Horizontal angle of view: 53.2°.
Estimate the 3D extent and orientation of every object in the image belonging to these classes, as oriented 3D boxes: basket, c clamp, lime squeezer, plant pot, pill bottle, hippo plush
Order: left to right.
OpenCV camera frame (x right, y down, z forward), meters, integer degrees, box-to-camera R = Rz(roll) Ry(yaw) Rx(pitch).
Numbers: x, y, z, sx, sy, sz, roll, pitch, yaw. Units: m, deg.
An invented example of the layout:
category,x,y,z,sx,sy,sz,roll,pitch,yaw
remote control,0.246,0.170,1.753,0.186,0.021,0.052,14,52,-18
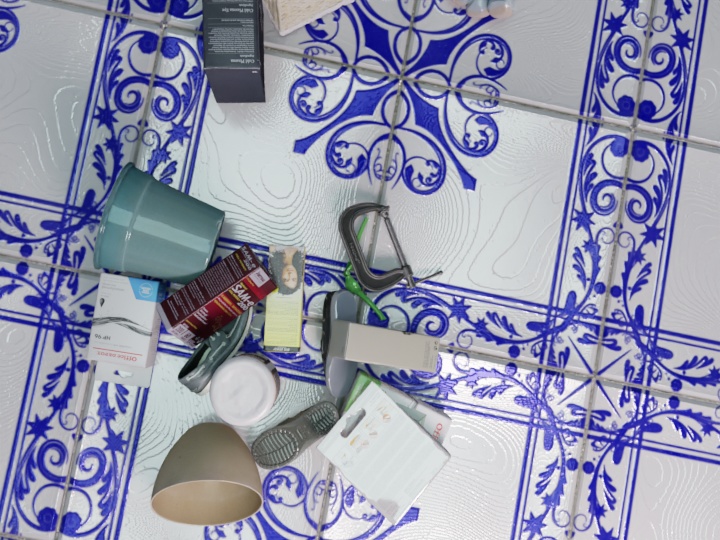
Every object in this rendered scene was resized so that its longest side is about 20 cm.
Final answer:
category,x,y,z,sx,sy,sz,roll,pitch,yaw
plant pot,-0.360,-0.069,1.321,0.192,0.200,0.205,18,85,-10
plant pot,-0.275,0.360,1.306,0.195,0.203,0.137,-5,50,-3
pill bottle,-0.203,0.209,1.296,0.113,0.200,0.120,0,85,-3
basket,-0.116,-0.605,1.377,0.197,0.161,0.202,-27,87,-6
lime squeezer,0.000,0.000,1.403,0.069,0.038,0.206,-10,85,-1
c clamp,0.049,-0.047,1.407,0.168,0.027,0.204,-27,90,-19
hippo plush,0.256,-0.614,1.428,0.200,0.158,0.162,43,54,-14

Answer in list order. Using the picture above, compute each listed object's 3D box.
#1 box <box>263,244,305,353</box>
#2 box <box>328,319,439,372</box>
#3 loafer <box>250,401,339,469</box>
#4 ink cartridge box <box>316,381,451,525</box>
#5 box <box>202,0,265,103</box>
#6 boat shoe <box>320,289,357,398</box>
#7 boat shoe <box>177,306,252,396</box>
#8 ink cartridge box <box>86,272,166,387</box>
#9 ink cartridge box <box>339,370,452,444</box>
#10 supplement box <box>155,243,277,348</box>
category,x,y,z,sx,sy,sz,roll,pitch,yaw
box,-0.146,0.055,1.385,0.073,0.050,0.206,2,87,-3
box,0.045,0.142,1.341,0.196,0.082,0.070,12,84,-27
loafer,-0.118,0.311,1.362,0.197,0.070,0.076,-30,84,12
ink cartridge box,0.042,0.326,1.297,0.200,0.050,0.161,42,87,3
box,-0.232,-0.431,1.338,0.101,0.200,0.187,-2,85,-5
boat shoe,-0.050,0.138,1.379,0.069,0.066,0.206,-1,92,-38
boat shoe,-0.273,0.138,1.354,0.061,0.073,0.203,32,89,-32
ink cartridge box,-0.442,0.115,1.356,0.113,0.068,0.206,8,86,-2
ink cartridge box,0.056,0.301,1.362,0.196,0.084,0.148,25,86,-2
supplement box,-0.257,0.048,1.304,0.198,0.109,0.061,-36,65,-3
